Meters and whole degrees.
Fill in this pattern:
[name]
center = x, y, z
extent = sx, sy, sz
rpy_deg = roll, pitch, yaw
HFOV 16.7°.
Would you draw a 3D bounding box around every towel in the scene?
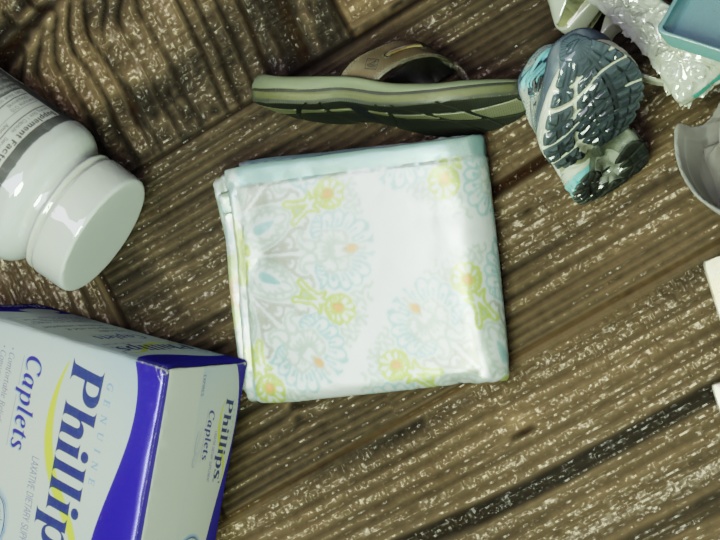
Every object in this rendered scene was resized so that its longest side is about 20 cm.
[towel]
center = 0.000, 0.000, 1.707
extent = 0.199, 0.048, 0.172
rpy_deg = -6, 92, 17

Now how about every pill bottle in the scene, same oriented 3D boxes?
[pill bottle]
center = -0.260, -0.078, 1.748
extent = 0.200, 0.113, 0.113
rpy_deg = 35, 100, 13

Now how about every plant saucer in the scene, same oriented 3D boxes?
[plant saucer]
center = 0.255, -0.201, 1.575
extent = 0.070, 0.019, 0.200
rpy_deg = 20, 53, 15

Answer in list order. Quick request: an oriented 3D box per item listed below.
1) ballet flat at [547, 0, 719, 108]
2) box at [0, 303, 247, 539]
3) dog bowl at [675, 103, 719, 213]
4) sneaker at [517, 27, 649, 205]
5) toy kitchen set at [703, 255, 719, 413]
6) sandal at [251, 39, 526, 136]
[ballet flat]
center = 0.163, -0.171, 1.613
extent = 0.200, 0.072, 0.072
rpy_deg = 42, 103, 38
[box]
center = -0.200, 0.132, 1.717
extent = 0.199, 0.105, 0.185
rpy_deg = 13, 95, 29
[dog bowl]
center = 0.300, -0.095, 1.547
extent = 0.199, 0.059, 0.201
rpy_deg = -23, 42, 22
[sneaker]
center = 0.131, -0.112, 1.590
extent = 0.077, 0.200, 0.087
rpy_deg = -34, 69, -5
[toy kitchen set]
center = 0.323, 0.066, 1.547
extent = 0.179, 0.163, 0.201
rpy_deg = -17, 86, 16
[sandal]
center = 0.020, -0.131, 1.684
extent = 0.200, 0.080, 0.058
rpy_deg = 6, 78, 17
